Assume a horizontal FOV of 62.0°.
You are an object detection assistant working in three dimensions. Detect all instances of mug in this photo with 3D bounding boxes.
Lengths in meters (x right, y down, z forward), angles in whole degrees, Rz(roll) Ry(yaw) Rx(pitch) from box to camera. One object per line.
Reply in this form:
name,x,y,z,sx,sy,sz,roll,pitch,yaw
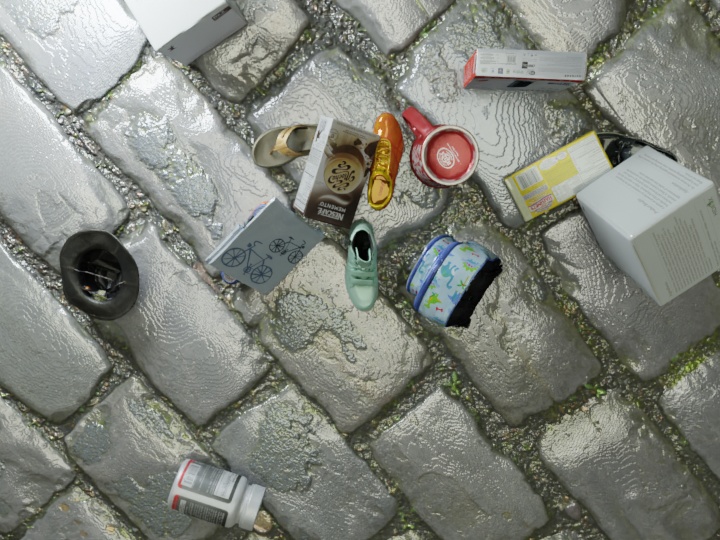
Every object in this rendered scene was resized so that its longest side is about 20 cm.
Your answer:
mug,0.146,-0.231,1.173,0.176,0.200,0.135,22,101,-2

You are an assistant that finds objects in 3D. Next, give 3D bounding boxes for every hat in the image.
hat,-0.554,0.002,1.310,0.198,0.081,0.203,2,106,8

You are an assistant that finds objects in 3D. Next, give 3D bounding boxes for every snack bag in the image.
snack bag,-0.193,-0.049,1.254,0.200,0.188,0.021,-44,50,9

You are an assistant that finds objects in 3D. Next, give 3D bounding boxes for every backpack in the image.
backpack,0.181,0.021,1.216,0.146,0.200,0.184,32,102,17

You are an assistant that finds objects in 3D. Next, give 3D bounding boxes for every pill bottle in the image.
pill bottle,-0.325,0.516,1.369,0.198,0.114,0.115,18,100,-1

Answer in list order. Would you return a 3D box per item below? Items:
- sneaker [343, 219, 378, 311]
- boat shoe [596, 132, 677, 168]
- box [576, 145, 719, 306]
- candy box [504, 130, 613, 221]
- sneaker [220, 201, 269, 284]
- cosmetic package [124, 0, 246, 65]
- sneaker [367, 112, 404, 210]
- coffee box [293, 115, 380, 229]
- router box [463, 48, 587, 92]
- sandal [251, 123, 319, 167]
sneaker,0.000,0.000,1.262,0.073,0.118,0.203,-3,101,2
boat shoe,0.546,-0.236,1.220,0.197,0.066,0.075,17,102,0
box,0.563,-0.087,1.150,0.171,0.200,0.200,-34,122,8
candy box,0.408,-0.192,1.233,0.199,0.026,0.103,-27,100,21
sneaker,-0.245,-0.058,1.283,0.075,0.078,0.201,29,100,-2
cosmetic package,-0.355,-0.539,1.161,0.164,0.165,0.201,-30,97,8
sneaker,0.053,-0.224,1.242,0.072,0.077,0.202,3,98,4
coffee box,-0.050,-0.200,1.228,0.112,0.080,0.202,12,103,-27
router box,0.307,-0.381,1.150,0.198,0.180,0.049,3,100,3
sandal,-0.134,-0.267,1.253,0.198,0.054,0.081,-10,101,4
